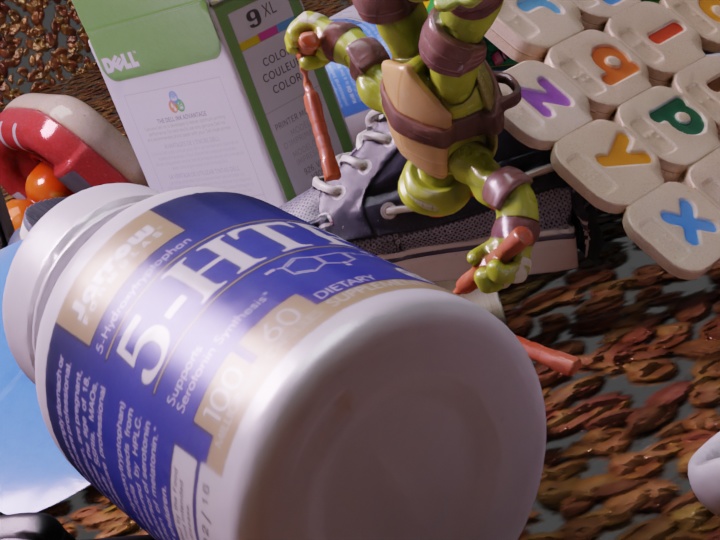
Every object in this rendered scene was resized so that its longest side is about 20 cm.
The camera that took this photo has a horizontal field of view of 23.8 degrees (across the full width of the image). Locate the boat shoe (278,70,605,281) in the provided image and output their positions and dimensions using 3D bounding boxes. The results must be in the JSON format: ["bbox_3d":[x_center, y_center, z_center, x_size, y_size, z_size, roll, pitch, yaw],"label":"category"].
[{"bbox_3d":[0.007,-0.041,0.776,0.199,0.093,0.075,-8,14,-2],"label":"boat shoe"}]

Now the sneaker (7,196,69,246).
[{"bbox_3d":[-0.177,-0.003,1.131,0.070,0.082,0.200,34,16,19],"label":"sneaker"}]

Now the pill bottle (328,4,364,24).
[{"bbox_3d":[0.006,-0.156,1.376,0.112,0.113,0.200,-10,15,32],"label":"pill bottle"}]

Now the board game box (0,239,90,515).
[{"bbox_3d":[-0.159,0.058,0.868,0.199,0.039,0.158,15,55,37],"label":"board game box"}]

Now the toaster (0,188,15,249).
[{"bbox_3d":[-0.310,-0.024,1.154,0.118,0.182,0.200,-16,15,0],"label":"toaster"}]

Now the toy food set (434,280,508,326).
[{"bbox_3d":[-0.006,0.038,0.753,0.143,0.061,0.200,-18,14,5],"label":"toy food set"}]

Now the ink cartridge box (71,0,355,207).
[{"bbox_3d":[-0.070,-0.090,0.854,0.104,0.201,0.059,-3,24,48],"label":"ink cartridge box"}]

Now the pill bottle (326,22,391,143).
[{"bbox_3d":[-0.020,-0.101,1.161,0.199,0.113,0.112,-20,14,-11],"label":"pill bottle"}]

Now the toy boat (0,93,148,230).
[{"bbox_3d":[-0.256,-0.064,1.408,0.131,0.130,0.200,-53,23,-11],"label":"toy boat"}]

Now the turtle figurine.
[{"bbox_3d":[0.033,-0.064,0.656,0.064,0.162,0.200,-27,54,-14],"label":"turtle figurine"}]

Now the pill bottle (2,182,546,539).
[{"bbox_3d":[-0.042,0.038,0.588,0.119,0.120,0.200,-26,31,-28],"label":"pill bottle"}]

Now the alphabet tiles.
[{"bbox_3d":[0.145,-0.067,0.748,0.195,0.200,0.015,-31,-23,-44],"label":"alphabet tiles"}]

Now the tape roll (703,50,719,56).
[{"bbox_3d":[0.150,-0.084,0.913,0.199,0.067,0.200,-5,11,1],"label":"tape roll"}]

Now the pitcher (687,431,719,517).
[{"bbox_3d":[0.199,0.007,0.522,0.200,0.121,0.171,-37,5,-23],"label":"pitcher"}]

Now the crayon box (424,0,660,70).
[{"bbox_3d":[0.137,-0.148,0.916,0.199,0.059,0.119,-8,11,-11],"label":"crayon box"}]

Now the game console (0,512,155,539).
[{"bbox_3d":[-0.164,0.151,0.619,0.199,0.116,0.177,-11,46,30],"label":"game console"}]
